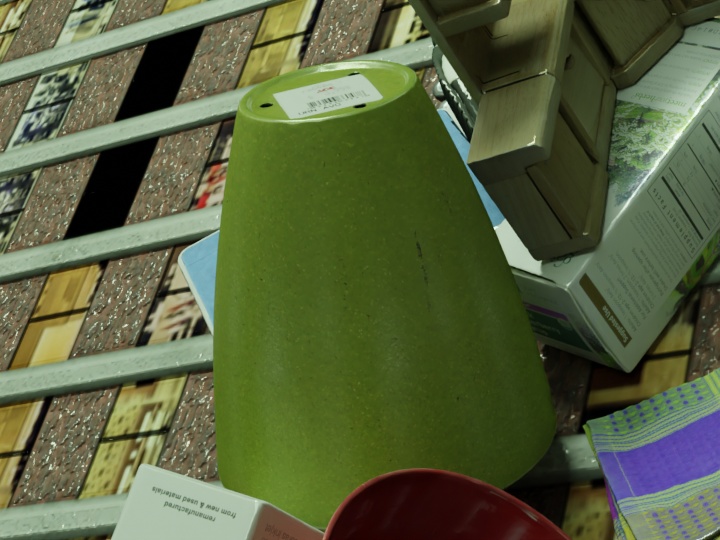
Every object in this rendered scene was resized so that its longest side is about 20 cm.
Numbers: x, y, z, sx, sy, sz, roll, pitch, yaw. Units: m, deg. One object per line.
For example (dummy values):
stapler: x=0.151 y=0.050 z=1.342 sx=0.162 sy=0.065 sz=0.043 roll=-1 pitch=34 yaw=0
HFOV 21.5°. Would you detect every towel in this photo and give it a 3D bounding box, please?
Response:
towel: x=0.182 y=0.084 z=0.914 sx=0.143 sy=0.023 sz=0.200 roll=-27 pitch=16 yaw=8

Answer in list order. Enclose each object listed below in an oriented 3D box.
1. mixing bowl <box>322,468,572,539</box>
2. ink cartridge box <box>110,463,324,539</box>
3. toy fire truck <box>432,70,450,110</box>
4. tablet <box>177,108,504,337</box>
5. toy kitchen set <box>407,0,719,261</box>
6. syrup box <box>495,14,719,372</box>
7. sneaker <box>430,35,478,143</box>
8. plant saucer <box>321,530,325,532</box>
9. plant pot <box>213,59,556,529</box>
mixing bowl: x=0.037 y=0.204 z=0.868 sx=0.109 sy=0.199 sz=0.201 roll=-50 pitch=28 yaw=33
ink cartridge box: x=-0.075 y=0.216 z=0.919 sx=0.083 sy=0.144 sz=0.201 roll=12 pitch=75 yaw=36
toy fire truck: x=0.120 y=-0.122 z=1.220 sx=0.140 sy=0.049 sz=0.201 roll=-27 pitch=39 yaw=15
tablet: x=-0.008 y=-0.019 z=1.148 sx=0.199 sy=0.014 sz=0.130 roll=-29 pitch=41 yaw=-2
toy kitchen set: x=0.139 y=-0.149 z=1.000 sx=0.179 sy=0.163 sz=0.201 roll=-16 pitch=41 yaw=30
syrup box: x=0.165 y=-0.047 z=1.079 sx=0.079 sy=0.082 sz=0.200 roll=19 pitch=66 yaw=51
sneaker: x=0.092 y=-0.127 z=1.145 sx=0.088 sy=0.074 sz=0.201 roll=-23 pitch=35 yaw=12
plant saucer: x=-0.002 y=0.154 z=1.052 sx=0.199 sy=0.035 sz=0.201 roll=-23 pitch=40 yaw=20
plant pot: x=0.000 y=0.000 z=0.988 sx=0.185 sy=0.202 sz=0.187 roll=-8 pitch=23 yaw=3
